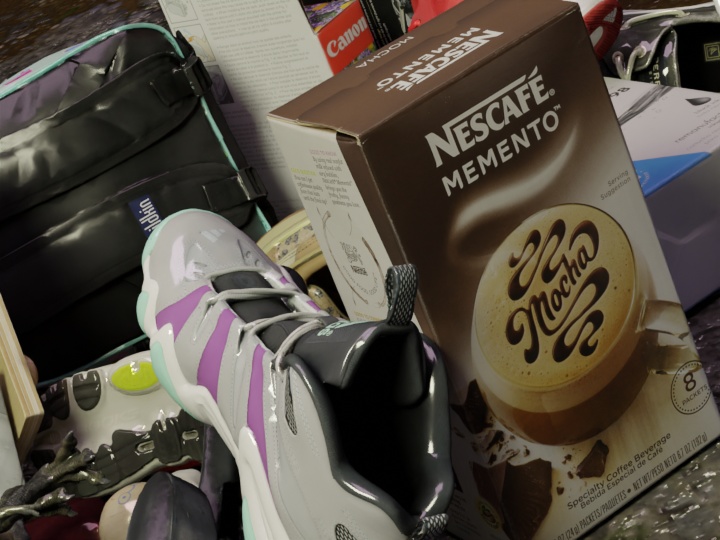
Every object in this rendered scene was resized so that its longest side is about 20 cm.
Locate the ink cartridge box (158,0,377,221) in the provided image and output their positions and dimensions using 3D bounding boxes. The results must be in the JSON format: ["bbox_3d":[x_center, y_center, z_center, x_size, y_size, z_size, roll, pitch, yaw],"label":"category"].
[{"bbox_3d":[-0.041,-0.111,1.151,0.108,0.201,0.050,-3,30,39],"label":"ink cartridge box"}]

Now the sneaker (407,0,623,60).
[{"bbox_3d":[0.044,-0.108,1.100,0.200,0.116,0.078,-45,-22,16],"label":"sneaker"}]

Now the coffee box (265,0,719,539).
[{"bbox_3d":[0.057,0.003,0.808,0.113,0.201,0.080,-32,24,-20],"label":"coffee box"}]

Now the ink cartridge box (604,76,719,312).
[{"bbox_3d":[0.120,-0.041,1.019,0.115,0.067,0.200,-32,24,-22],"label":"ink cartridge box"}]

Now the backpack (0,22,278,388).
[{"bbox_3d":[-0.164,-0.028,1.129,0.199,0.177,0.153,-28,6,-10],"label":"backpack"}]

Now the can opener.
[{"bbox_3d":[-0.047,0.081,0.842,0.063,0.079,0.201,-5,50,20],"label":"can opener"}]

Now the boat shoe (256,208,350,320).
[{"bbox_3d":[0.000,0.000,0.985,0.200,0.073,0.063,-45,37,24],"label":"boat shoe"}]

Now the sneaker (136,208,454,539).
[{"bbox_3d":[-0.015,0.030,0.771,0.077,0.201,0.140,-14,-28,-32],"label":"sneaker"}]

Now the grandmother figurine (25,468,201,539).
[{"bbox_3d":[-0.153,0.136,0.904,0.198,0.061,0.122,-19,31,17],"label":"grandmother figurine"}]

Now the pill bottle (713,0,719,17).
[{"bbox_3d":[0.232,-0.123,0.926,0.110,0.112,0.200,-11,-8,27],"label":"pill bottle"}]

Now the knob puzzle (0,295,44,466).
[{"bbox_3d":[-0.209,0.043,1.021,0.030,0.222,0.219,-12,15,-30],"label":"knob puzzle"}]

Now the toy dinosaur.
[{"bbox_3d":[-0.151,0.112,0.824,0.088,0.048,0.199,-42,18,-27],"label":"toy dinosaur"}]

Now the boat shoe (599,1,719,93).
[{"bbox_3d":[0.162,-0.115,1.111,0.198,0.071,0.064,-14,11,6],"label":"boat shoe"}]

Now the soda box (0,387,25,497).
[{"bbox_3d":[-0.233,0.093,0.981,0.063,0.069,0.199,-16,1,-31],"label":"soda box"}]

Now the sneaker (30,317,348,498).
[{"bbox_3d":[-0.066,0.059,0.966,0.198,0.078,0.085,-10,-1,24],"label":"sneaker"}]

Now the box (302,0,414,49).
[{"bbox_3d":[0.022,-0.162,1.205,0.163,0.201,0.086,-5,30,37],"label":"box"}]
